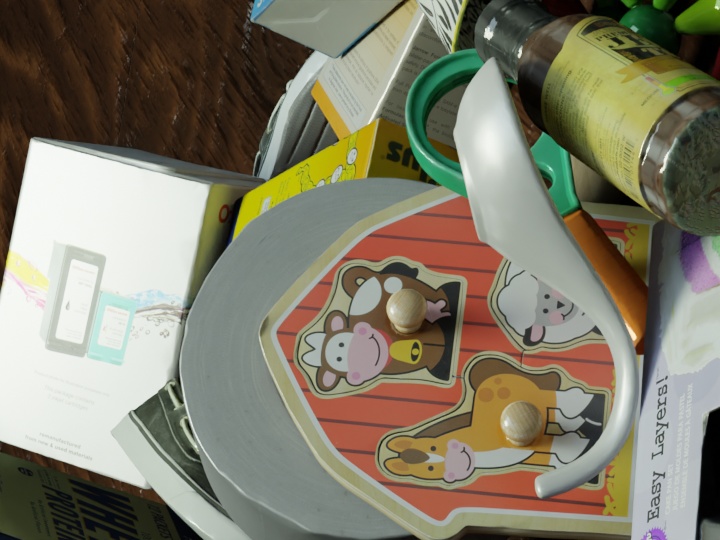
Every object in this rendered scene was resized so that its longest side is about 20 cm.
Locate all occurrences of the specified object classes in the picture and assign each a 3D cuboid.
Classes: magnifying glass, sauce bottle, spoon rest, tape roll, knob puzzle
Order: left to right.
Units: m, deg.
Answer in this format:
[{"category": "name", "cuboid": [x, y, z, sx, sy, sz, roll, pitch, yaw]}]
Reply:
[{"category": "tape roll", "cuboid": [0.010, 0.054, 1.084, 0.066, 0.198, 0.202, 83, -168, -61]}, {"category": "knob puzzle", "cuboid": [0.047, 0.036, 1.036, 0.031, 0.217, 0.222, 82, -166, -62]}, {"category": "magnifying glass", "cuboid": [0.090, -0.037, 1.047, 0.201, 0.079, 0.022, 56, 167, 32]}, {"category": "spoon rest", "cuboid": [0.087, 0.000, 0.974, 0.099, 0.060, 0.202, 35, -137, -84]}, {"category": "sauce bottle", "cuboid": [0.112, -0.080, 0.975, 0.200, 0.064, 0.065, 44, 112, 54]}]

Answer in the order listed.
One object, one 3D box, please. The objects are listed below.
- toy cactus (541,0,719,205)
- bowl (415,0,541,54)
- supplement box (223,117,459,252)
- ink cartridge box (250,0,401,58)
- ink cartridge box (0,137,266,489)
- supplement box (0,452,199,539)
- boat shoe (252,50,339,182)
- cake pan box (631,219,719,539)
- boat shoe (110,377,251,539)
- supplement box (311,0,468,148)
[{"category": "toy cactus", "cuboid": [0.134, -0.098, 1.089, 0.200, 0.101, 0.166, 55, 133, 52]}, {"category": "bowl", "cuboid": [0.078, -0.214, 1.150, 0.201, 0.094, 0.201, -48, -16, -18]}, {"category": "supplement box", "cuboid": [0.000, 0.000, 1.271, 0.200, 0.108, 0.111, -23, 51, 60]}, {"category": "ink cartridge box", "cuboid": [0.000, -0.252, 1.343, 0.115, 0.067, 0.202, -34, 40, 57]}, {"category": "ink cartridge box", "cuboid": [-0.144, 0.026, 1.426, 0.145, 0.146, 0.202, 14, 95, 24]}, {"category": "supplement box", "cuboid": [-0.229, 0.254, 1.468, 0.201, 0.199, 0.134, -63, 24, 12]}, {"category": "boat shoe", "cuboid": [-0.036, -0.103, 1.485, 0.201, 0.072, 0.071, -57, 30, 33]}, {"category": "cake pan box", "cuboid": [0.186, 0.040, 0.891, 0.184, 0.052, 0.202, -38, 39, 56]}, {"category": "boat shoe", "cuboid": [-0.086, 0.118, 1.250, 0.064, 0.071, 0.200, -46, 36, -5]}, {"category": "supplement box", "cuboid": [0.053, -0.165, 1.329, 0.201, 0.073, 0.126, -63, 22, 17]}]
